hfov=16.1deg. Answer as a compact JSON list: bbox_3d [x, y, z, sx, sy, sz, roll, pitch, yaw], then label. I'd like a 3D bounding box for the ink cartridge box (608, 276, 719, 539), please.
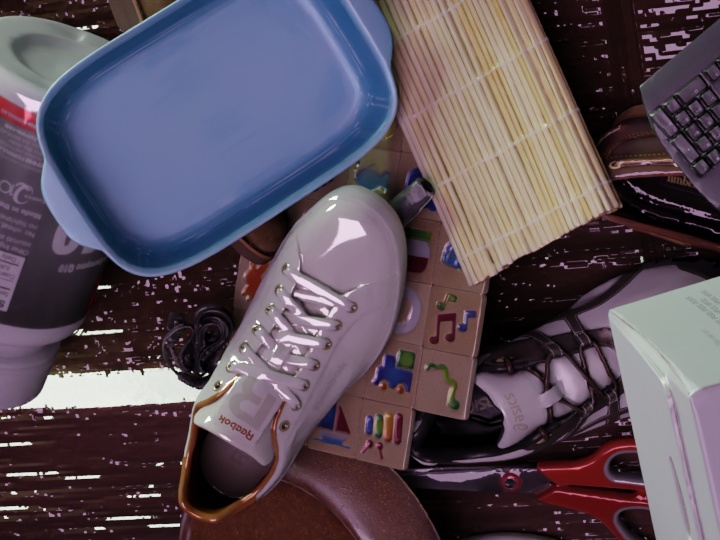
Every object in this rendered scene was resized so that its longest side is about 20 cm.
[{"bbox_3d":[0.237,0.074,1.194,0.200,0.145,0.145,-16,107,-7],"label":"ink cartridge box"}]

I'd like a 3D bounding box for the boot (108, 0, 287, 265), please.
[{"bbox_3d":[-0.073,-0.103,1.371,0.075,0.074,0.200,-22,90,15],"label":"boot"}]

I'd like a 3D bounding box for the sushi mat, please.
[{"bbox_3d":[0.057,-0.099,1.317,0.096,0.012,0.200,-31,72,27],"label":"sushi mat"}]

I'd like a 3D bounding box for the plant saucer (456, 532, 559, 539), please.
[{"bbox_3d":[0.090,0.249,1.443,0.200,0.050,0.200,7,110,19],"label":"plant saucer"}]

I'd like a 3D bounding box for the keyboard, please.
[{"bbox_3d":[0.246,-0.099,1.241,0.200,0.021,0.127,-40,90,3],"label":"keyboard"}]

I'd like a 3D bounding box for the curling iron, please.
[{"bbox_3d":[-0.035,0.009,1.362,0.200,0.026,0.050,-34,120,32],"label":"curling iron"}]

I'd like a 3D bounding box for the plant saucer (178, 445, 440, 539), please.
[{"bbox_3d":[-0.034,0.180,1.444,0.200,0.034,0.200,14,114,35],"label":"plant saucer"}]

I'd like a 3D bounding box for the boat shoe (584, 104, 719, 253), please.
[{"bbox_3d":[0.211,-0.029,1.290,0.200,0.070,0.070,11,122,17],"label":"boat shoe"}]

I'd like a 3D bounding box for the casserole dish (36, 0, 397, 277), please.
[{"bbox_3d":[-0.076,-0.082,1.325,0.200,0.039,0.121,-33,97,-6],"label":"casserole dish"}]

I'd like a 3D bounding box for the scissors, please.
[{"bbox_3d":[0.096,0.109,1.398,0.200,0.014,0.073,14,119,6],"label":"scissors"}]

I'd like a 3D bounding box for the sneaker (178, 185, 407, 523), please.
[{"bbox_3d":[-0.036,0.052,1.321,0.073,0.085,0.200,28,114,6],"label":"sneaker"}]

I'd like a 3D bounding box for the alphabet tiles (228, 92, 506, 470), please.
[{"bbox_3d":[0.000,0.000,1.367,0.166,0.006,0.200,10,93,37],"label":"alphabet tiles"}]

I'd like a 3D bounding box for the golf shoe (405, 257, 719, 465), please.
[{"bbox_3d":[0.112,0.060,1.347,0.200,0.094,0.078,-27,96,25],"label":"golf shoe"}]

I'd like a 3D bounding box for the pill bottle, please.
[{"bbox_3d":[-0.192,-0.030,1.420,0.114,0.114,0.200,27,115,10],"label":"pill bottle"}]
